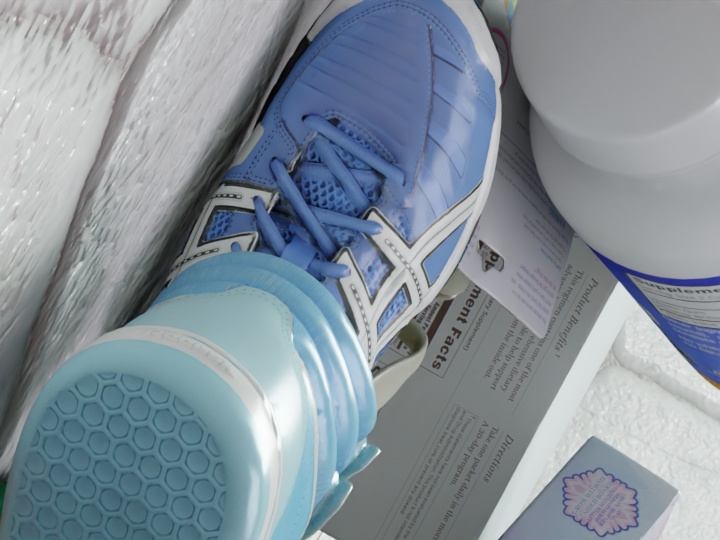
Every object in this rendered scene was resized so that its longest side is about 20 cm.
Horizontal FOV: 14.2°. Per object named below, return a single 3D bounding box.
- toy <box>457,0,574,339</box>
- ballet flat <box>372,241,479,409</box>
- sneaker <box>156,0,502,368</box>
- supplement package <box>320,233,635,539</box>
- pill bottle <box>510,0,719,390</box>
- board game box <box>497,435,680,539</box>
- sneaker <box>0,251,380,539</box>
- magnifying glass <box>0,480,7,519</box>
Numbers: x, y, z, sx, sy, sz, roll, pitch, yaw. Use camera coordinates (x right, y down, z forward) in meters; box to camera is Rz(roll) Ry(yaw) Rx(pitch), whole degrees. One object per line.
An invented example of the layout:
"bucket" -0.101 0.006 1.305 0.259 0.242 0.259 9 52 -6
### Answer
"toy" 0.051 -0.092 0.953 0.115 0.047 0.201 39 66 -59
"ballet flat" 0.000 0.000 0.960 0.201 0.072 0.072 -56 171 -37
"sneaker" -0.017 0.008 0.828 0.077 0.075 0.201 -61 176 -79
"supplement package" 0.042 0.010 1.110 0.201 0.110 0.156 -61 172 2
"pill bottle" 0.120 -0.037 0.931 0.112 0.112 0.200 -60 147 -9
"board game box" 0.022 0.184 1.016 0.199 0.041 0.201 -43 160 -42
"sneaker" -0.052 0.085 0.748 0.201 0.079 0.131 -64 172 28
"magnifying glass" -0.101 0.078 0.756 0.080 0.022 0.200 -59 171 -15
